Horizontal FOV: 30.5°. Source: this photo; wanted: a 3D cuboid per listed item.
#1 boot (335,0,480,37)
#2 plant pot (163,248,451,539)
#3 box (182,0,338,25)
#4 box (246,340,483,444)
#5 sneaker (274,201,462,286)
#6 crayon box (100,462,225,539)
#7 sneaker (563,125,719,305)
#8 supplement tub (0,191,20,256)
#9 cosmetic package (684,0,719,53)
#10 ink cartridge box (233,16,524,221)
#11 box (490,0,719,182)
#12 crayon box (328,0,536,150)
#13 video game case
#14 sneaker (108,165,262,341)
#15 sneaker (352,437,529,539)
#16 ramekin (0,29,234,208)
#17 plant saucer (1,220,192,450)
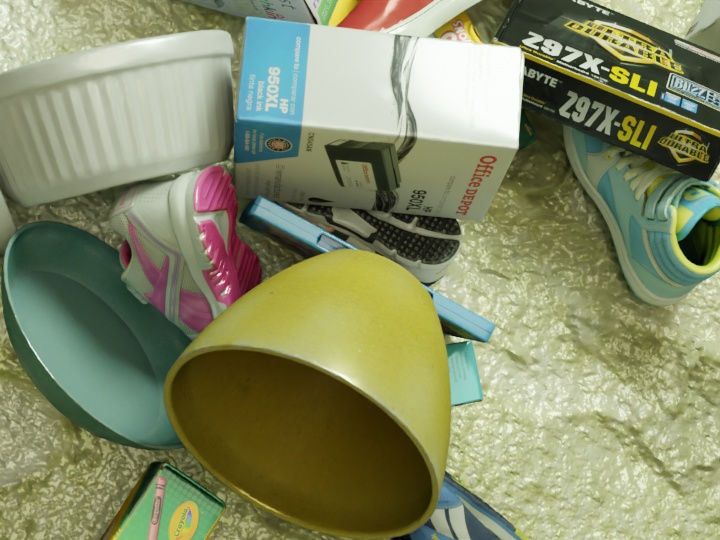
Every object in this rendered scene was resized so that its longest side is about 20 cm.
[{"bbox_3d":[0.018,-0.248,1.020,0.200,0.072,0.145,-37,110,-22],"label":"boot"},{"bbox_3d":[-0.017,0.069,0.919,0.199,0.200,0.142,32,52,-6],"label":"plant pot"},{"bbox_3d":[-0.081,-0.310,1.041,0.175,0.097,0.201,17,77,15],"label":"box"},{"bbox_3d":[-0.011,0.098,1.040,0.199,0.082,0.050,-10,84,-14],"label":"box"},{"bbox_3d":[-0.013,-0.046,1.068,0.199,0.080,0.074,34,68,13],"label":"sneaker"},{"bbox_3d":[-0.179,0.238,0.956,0.058,0.119,0.201,34,76,-6],"label":"crayon box"},{"bbox_3d":[0.245,-0.076,1.088,0.079,0.131,0.201,-25,86,-15],"label":"sneaker"},{"bbox_3d":[-0.363,-0.036,0.954,0.199,0.132,0.133,-25,88,-14],"label":"supplement tub"},{"bbox_3d":[0.398,-0.188,1.157,0.199,0.113,0.081,35,77,-8],"label":"cosmetic package"},{"bbox_3d":[0.009,-0.106,0.967,0.198,0.145,0.085,5,71,-4],"label":"ink cartridge box"},{"bbox_3d":[0.206,-0.160,1.074,0.199,0.050,0.160,24,36,5],"label":"box"},{"bbox_3d":[0.043,-0.163,1.100,0.118,0.058,0.201,-30,90,-15],"label":"crayon box"},{"bbox_3d":[0.000,0.000,1.024,0.199,0.143,0.018,29,86,-7],"label":"video game case"},{"bbox_3d":[-0.131,-0.002,0.991,0.088,0.201,0.082,6,48,14],"label":"sneaker"},{"bbox_3d":[0.053,0.198,1.030,0.200,0.074,0.082,41,88,-20],"label":"sneaker"},{"bbox_3d":[-0.185,-0.109,0.977,0.201,0.202,0.095,-14,97,-14],"label":"ramekin"},{"bbox_3d":[-0.193,0.054,0.969,0.036,0.200,0.200,-38,92,19],"label":"plant saucer"}]
